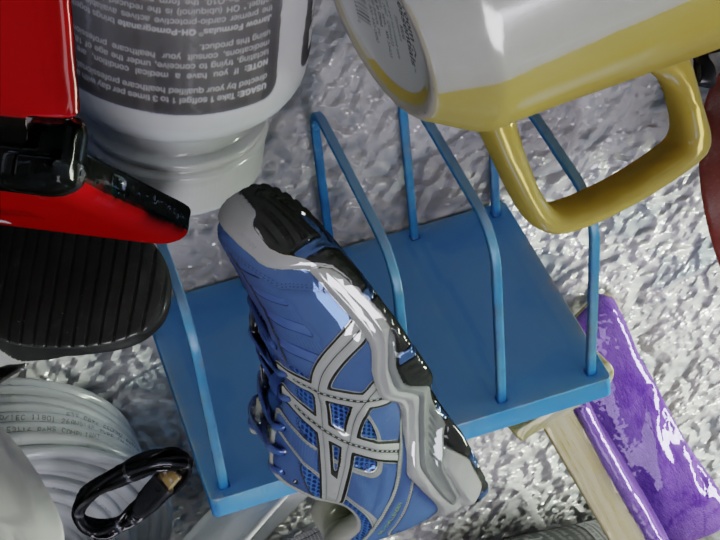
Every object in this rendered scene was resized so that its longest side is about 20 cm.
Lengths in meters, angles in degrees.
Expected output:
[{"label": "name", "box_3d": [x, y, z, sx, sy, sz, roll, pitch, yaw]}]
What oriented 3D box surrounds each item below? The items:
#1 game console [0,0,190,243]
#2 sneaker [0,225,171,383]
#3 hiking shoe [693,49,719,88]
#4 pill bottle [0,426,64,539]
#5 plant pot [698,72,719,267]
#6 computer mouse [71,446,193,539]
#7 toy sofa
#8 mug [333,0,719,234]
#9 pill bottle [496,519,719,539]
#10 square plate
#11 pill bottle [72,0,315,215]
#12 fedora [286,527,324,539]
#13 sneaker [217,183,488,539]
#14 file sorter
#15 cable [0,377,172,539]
[{"label": "game console", "box_3d": [-0.174, -0.090, 0.649, 0.199, 0.119, 0.172, 8, 173, 20]}, {"label": "sneaker", "box_3d": [-0.170, 0.012, 0.764, 0.199, 0.074, 0.089, 4, 156, 16]}, {"label": "hiking shoe", "box_3d": [0.188, -0.178, 0.747, 0.075, 0.101, 0.201, 4, 131, -29]}, {"label": "pill bottle", "box_3d": [-0.241, 0.151, 0.771, 0.200, 0.113, 0.113, -40, 136, 9]}, {"label": "plant pot", "box_3d": [0.283, -0.051, 0.829, 0.195, 0.202, 0.201, -11, 150, 37]}, {"label": "computer mouse", "box_3d": [-0.138, 0.156, 0.859, 0.058, 0.034, 0.200, 10, 134, -32]}, {"label": "toy sofa", "box_3d": [0.155, 0.117, 0.992, 0.097, 0.083, 0.200, -32, 116, -1]}, {"label": "mug", "box_3d": [0.079, -0.115, 0.680, 0.153, 0.187, 0.149, -29, 179, -14]}, {"label": "pill bottle", "box_3d": [0.154, 0.221, 1.123, 0.199, 0.114, 0.114, -8, 135, -18]}, {"label": "square plate", "box_3d": [-0.071, 0.144, 0.925, 0.198, 0.028, 0.200, -48, 175, 17]}, {"label": "pill bottle", "box_3d": [-0.071, -0.122, 0.674, 0.110, 0.111, 0.201, -8, 135, -18]}, {"label": "fedora", "box_3d": [-0.048, 0.217, 1.008, 0.200, 0.090, 0.177, -38, 174, -13]}, {"label": "sneaker", "box_3d": [-0.013, 0.049, 0.705, 0.077, 0.076, 0.200, -32, 128, -3]}, {"label": "file sorter", "box_3d": [0.000, 0.000, 0.813, 0.199, 0.139, 0.123, -16, 134, -10]}, {"label": "cable", "box_3d": [-0.201, 0.141, 0.908, 0.199, 0.069, 0.201, -8, 135, -19]}]
